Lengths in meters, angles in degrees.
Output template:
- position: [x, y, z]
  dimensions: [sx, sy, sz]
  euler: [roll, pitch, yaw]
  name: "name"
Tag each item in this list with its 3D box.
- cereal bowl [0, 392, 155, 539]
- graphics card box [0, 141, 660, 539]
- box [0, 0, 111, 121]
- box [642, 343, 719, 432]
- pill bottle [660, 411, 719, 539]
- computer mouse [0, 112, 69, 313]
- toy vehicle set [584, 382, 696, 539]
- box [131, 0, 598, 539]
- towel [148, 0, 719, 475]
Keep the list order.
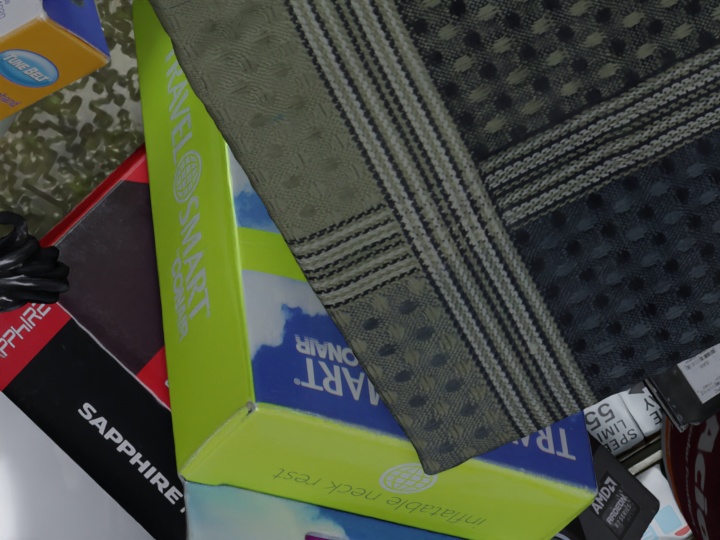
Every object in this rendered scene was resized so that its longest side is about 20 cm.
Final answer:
- position: [-0.153, 0.085, 0.915]
  dimensions: [0.200, 0.083, 0.201]
  euler: [0, 91, -7]
  name: "cereal bowl"
- position: [-0.012, 0.048, 0.876]
  dimensions: [0.200, 0.125, 0.051]
  euler: [46, 131, -3]
  name: "graphics card box"
- position: [-0.154, -0.079, 0.807]
  dimensions: [0.200, 0.041, 0.119]
  euler: [-25, 64, 16]
  name: "box"
- position: [0.152, -0.044, 0.873]
  dimensions: [0.200, 0.160, 0.044]
  euler: [-34, 105, 2]
  name: "box"
- position: [0.157, 0.066, 0.844]
  dimensions: [0.114, 0.200, 0.114]
  euler: [0, 99, -3]
  name: "pill bottle"
- position: [-0.130, -0.037, 0.860]
  dimensions: [0.109, 0.200, 0.044]
  euler: [-23, 124, 17]
  name: "computer mouse"
- position: [0.094, 0.074, 0.958]
  dimensions: [0.200, 0.027, 0.124]
  euler: [-32, 99, 3]
  name: "toy vehicle set"
- position: [0.000, 0.000, 0.850]
  dimensions: [0.122, 0.200, 0.048]
  euler: [16, 139, -30]
  name: "box"
- position: [0.064, -0.054, 0.724]
  dimensions: [0.192, 0.035, 0.200]
  euler: [-25, 130, 4]
  name: "towel"
